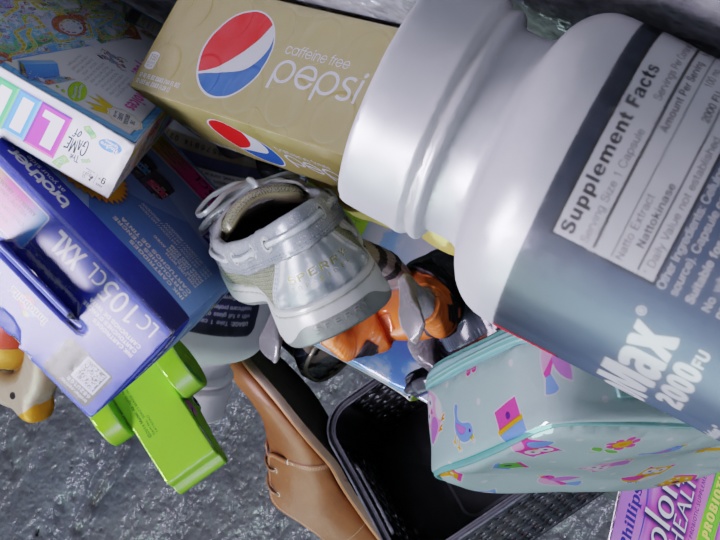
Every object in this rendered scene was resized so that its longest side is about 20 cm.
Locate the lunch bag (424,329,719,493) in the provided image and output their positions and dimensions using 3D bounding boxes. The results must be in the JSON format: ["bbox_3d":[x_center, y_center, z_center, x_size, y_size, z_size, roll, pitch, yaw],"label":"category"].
[{"bbox_3d":[0.149,0.072,0.865,0.199,0.077,0.160,3,159,-25],"label":"lunch bag"}]

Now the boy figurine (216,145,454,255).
[{"bbox_3d":[0.005,-0.059,0.849,0.200,0.065,0.124,20,174,43],"label":"boy figurine"}]

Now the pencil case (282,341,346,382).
[{"bbox_3d":[-0.078,-0.009,1.155,0.200,0.078,0.089,43,170,16],"label":"pencil case"}]

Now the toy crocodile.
[{"bbox_3d":[-0.149,0.044,0.936,0.200,0.067,0.062,51,-175,9],"label":"toy crocodile"}]

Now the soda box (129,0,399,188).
[{"bbox_3d":[-0.020,-0.084,0.753,0.200,0.068,0.064,22,170,44],"label":"soda box"}]

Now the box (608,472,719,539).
[{"bbox_3d":[0.297,0.170,1.005,0.175,0.097,0.200,3,-169,-41],"label":"box"}]

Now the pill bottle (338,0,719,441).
[{"bbox_3d":[0.099,-0.020,0.542,0.199,0.120,0.120,27,173,10],"label":"pill bottle"}]

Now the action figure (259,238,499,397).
[{"bbox_3d":[0.063,0.008,0.922,0.200,0.105,0.193,-27,168,37],"label":"action figure"}]

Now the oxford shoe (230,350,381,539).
[{"bbox_3d":[-0.046,0.137,1.125,0.200,0.071,0.071,57,-168,-16],"label":"oxford shoe"}]

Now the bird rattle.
[{"bbox_3d":[-0.262,0.020,1.119,0.163,0.201,0.112,32,-154,32],"label":"bird rattle"}]

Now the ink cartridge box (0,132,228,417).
[{"bbox_3d":[-0.144,-0.012,0.834,0.136,0.076,0.200,45,-157,-2],"label":"ink cartridge box"}]

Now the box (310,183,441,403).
[{"bbox_3d":[0.000,0.000,1.059,0.199,0.122,0.048,27,-178,14],"label":"box"}]

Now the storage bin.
[{"bbox_3d":[0.095,0.113,1.088,0.135,0.200,0.094,59,-170,29],"label":"storage bin"}]

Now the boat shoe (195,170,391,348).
[{"bbox_3d":[-0.040,-0.020,0.772,0.065,0.074,0.202,64,176,-18],"label":"boat shoe"}]

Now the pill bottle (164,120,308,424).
[{"bbox_3d":[-0.104,-0.008,1.001,0.111,0.201,0.111,14,-166,-4],"label":"pill bottle"}]

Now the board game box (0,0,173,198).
[{"bbox_3d":[-0.164,-0.117,0.852,0.134,0.034,0.200,30,-159,-5],"label":"board game box"}]
